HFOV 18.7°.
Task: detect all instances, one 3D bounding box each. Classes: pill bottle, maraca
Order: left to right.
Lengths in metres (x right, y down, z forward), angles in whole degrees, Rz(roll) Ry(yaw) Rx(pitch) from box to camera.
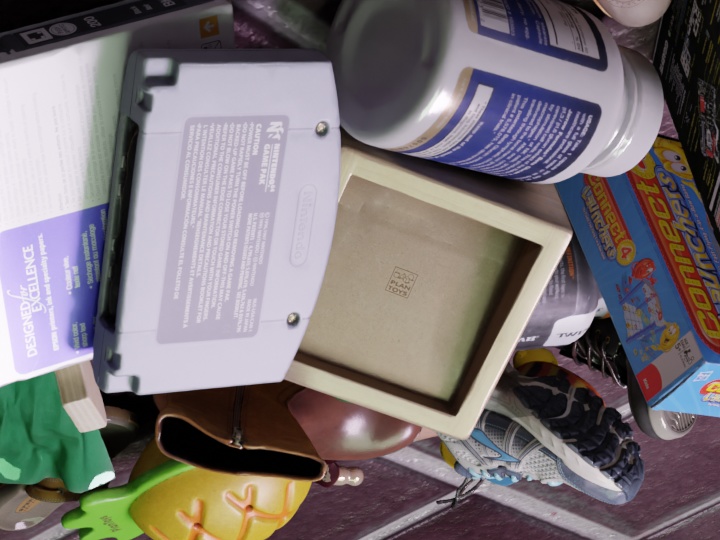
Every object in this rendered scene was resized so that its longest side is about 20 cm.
[{"bbox_3d":[-0.127,0.166,1.658,0.199,0.107,0.137,-19,154,3],"label":"maraca"},{"bbox_3d":[0.094,0.005,1.520,0.199,0.107,0.106,-5,150,-20],"label":"pill bottle"},{"bbox_3d":[0.085,-0.112,1.298,0.199,0.112,0.111,11,142,-41],"label":"pill bottle"}]

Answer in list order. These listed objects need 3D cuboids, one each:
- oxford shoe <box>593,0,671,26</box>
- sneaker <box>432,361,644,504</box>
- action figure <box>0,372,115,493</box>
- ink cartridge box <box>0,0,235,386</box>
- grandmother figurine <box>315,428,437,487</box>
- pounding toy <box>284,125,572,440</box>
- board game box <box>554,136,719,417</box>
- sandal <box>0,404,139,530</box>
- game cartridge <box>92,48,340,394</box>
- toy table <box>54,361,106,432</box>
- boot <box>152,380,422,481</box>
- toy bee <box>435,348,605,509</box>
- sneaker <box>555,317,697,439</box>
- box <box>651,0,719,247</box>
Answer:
[{"bbox_3d":[0.154,-0.186,1.241,0.071,0.073,0.200,-19,152,3],"label":"oxford shoe"},{"bbox_3d":[0.111,0.116,1.554,0.077,0.200,0.087,-23,138,-52],"label":"sneaker"},{"bbox_3d":[-0.231,0.079,1.529,0.117,0.055,0.200,-1,141,-8],"label":"action figure"},{"bbox_3d":[-0.158,-0.044,1.224,0.199,0.043,0.199,-18,122,-25],"label":"ink cartridge box"},{"bbox_3d":[-0.022,0.130,1.744,0.199,0.061,0.122,-13,125,-1],"label":"grandmother figurine"},{"bbox_3d":[0.000,0.000,1.380,0.183,0.142,0.201,20,113,-14],"label":"pounding toy"},{"bbox_3d":[0.246,0.006,1.504,0.195,0.201,0.056,9,139,-41],"label":"board game box"},{"bbox_3d":[-0.230,0.161,1.683,0.081,0.055,0.200,7,144,-38],"label":"sandal"},{"bbox_3d":[-0.078,-0.028,1.234,0.133,0.041,0.201,-5,115,-35],"label":"game cartridge"},{"bbox_3d":[-0.196,0.014,1.370,0.199,0.118,0.184,-21,152,11],"label":"toy table"},{"bbox_3d":[-0.039,0.094,1.374,0.187,0.069,0.200,18,-177,-9],"label":"boot"},{"bbox_3d":[0.089,0.112,1.653,0.200,0.109,0.131,-40,-174,33],"label":"toy bee"},{"bbox_3d":[0.186,0.063,1.586,0.106,0.200,0.075,-13,118,17],"label":"sneaker"},{"bbox_3d":[0.230,-0.120,1.310,0.049,0.160,0.200,-13,151,-8],"label":"box"}]
